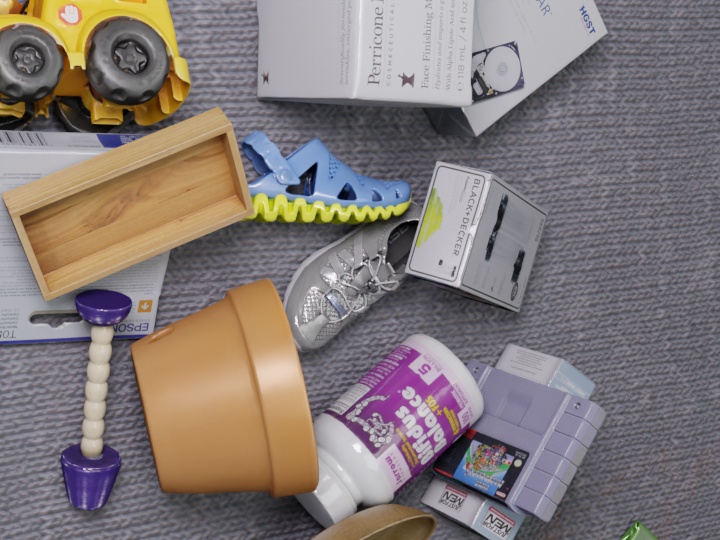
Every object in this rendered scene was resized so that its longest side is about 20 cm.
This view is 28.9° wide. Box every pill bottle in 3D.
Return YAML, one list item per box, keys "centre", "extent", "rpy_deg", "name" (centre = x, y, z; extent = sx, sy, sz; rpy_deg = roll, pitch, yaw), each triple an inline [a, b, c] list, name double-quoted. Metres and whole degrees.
- centre: [0.020, 0.165, 1.400]
  extent: [0.200, 0.112, 0.113]
  rpy_deg: [-41, 114, -19]
  name: "pill bottle"

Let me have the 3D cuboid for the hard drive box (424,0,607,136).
- centre: [0.135, -0.257, 1.431]
  extent: [0.200, 0.077, 0.156]
  rpy_deg: [-40, 114, -20]
  name: "hard drive box"

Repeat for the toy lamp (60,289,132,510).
- centre: [-0.240, 0.121, 1.263]
  extent: [0.058, 0.058, 0.201]
  rpy_deg: [-4, 112, -29]
  name: "toy lamp"

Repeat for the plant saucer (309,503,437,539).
- centre: [-0.017, 0.286, 1.383]
  extent: [0.199, 0.201, 0.036]
  rpy_deg: [-21, 64, -26]
  name: "plant saucer"

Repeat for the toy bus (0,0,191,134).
- centre: [-0.258, -0.218, 1.188]
  extent: [0.199, 0.136, 0.194]
  rpy_deg: [-3, 80, -27]
  name: "toy bus"

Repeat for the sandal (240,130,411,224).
- centre: [-0.043, -0.087, 1.344]
  extent: [0.199, 0.079, 0.088]
  rpy_deg: [3, 87, -22]
  name: "sandal"

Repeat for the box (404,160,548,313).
- centre: [0.120, -0.031, 1.403]
  extent: [0.200, 0.060, 0.117]
  rpy_deg: [18, 88, -66]
  name: "box"

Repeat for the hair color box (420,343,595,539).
- centre: [0.157, 0.185, 1.488]
  extent: [0.061, 0.099, 0.201]
  rpy_deg: [36, 79, -29]
  name: "hair color box"

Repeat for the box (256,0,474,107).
- centre: [0.003, -0.253, 1.284]
  extent: [0.130, 0.200, 0.201]
  rpy_deg: [-2, 98, -30]
  name: "box"

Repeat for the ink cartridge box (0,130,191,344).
- centre: [-0.263, -0.028, 1.237]
  extent: [0.198, 0.041, 0.201]
  rpy_deg: [-1, 123, -30]
  name: "ink cartridge box"

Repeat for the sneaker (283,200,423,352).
- centre: [0.000, 0.000, 1.383]
  extent: [0.200, 0.082, 0.075]
  rpy_deg: [-49, 115, -16]
  name: "sneaker"

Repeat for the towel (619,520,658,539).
- centre: [0.346, 0.414, 1.672]
  extent: [0.200, 0.031, 0.149]
  rpy_deg: [47, 71, -24]
  name: "towel"

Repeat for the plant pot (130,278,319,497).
- centre: [-0.129, 0.120, 1.274]
  extent: [0.139, 0.200, 0.202]
  rpy_deg: [-12, 103, -12]
  name: "plant pot"

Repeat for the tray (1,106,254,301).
- centre: [-0.197, -0.058, 1.201]
  extent: [0.199, 0.037, 0.099]
  rpy_deg: [-23, 132, -13]
  name: "tray"

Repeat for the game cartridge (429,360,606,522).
- centre: [0.147, 0.170, 1.423]
  extent: [0.038, 0.200, 0.130]
  rpy_deg: [42, 76, -32]
  name: "game cartridge"
